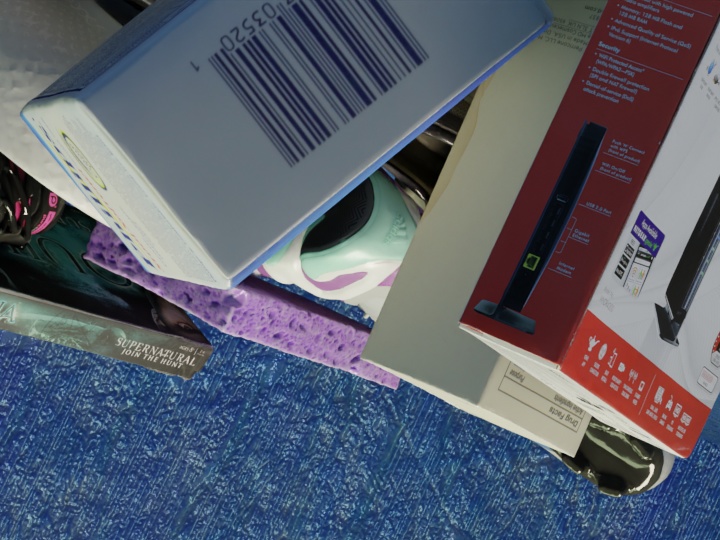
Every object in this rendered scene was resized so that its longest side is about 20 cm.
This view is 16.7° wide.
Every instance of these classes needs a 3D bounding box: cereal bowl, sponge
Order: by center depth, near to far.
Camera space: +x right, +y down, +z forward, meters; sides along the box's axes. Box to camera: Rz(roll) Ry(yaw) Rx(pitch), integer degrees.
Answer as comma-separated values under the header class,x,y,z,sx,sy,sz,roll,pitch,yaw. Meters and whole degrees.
class,x,y,z,sx,sy,sz,roll,pitch,yaw
cereal bowl,-0.147,-0.105,1.324,0.200,0.083,0.200,37,-169,-9
sponge,-0.062,0.021,1.417,0.111,0.030,0.200,25,-178,32

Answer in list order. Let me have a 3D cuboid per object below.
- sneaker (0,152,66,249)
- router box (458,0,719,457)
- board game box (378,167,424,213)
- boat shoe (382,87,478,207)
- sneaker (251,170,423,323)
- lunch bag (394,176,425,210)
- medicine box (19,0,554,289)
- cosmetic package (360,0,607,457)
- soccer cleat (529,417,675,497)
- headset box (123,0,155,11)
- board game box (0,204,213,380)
class,x,y,z,sx,sy,sz,roll,pitch,yaw
sneaker,-0.196,-0.049,1.316,0.084,0.077,0.200,32,-158,-13
router box,0.130,-0.027,1.038,0.049,0.180,0.200,23,176,26
board game box,-0.054,-0.074,1.443,0.120,0.032,0.200,40,168,-28
boat shoe,0.062,-0.046,1.251,0.072,0.065,0.200,-16,137,43
sneaker,0.000,0.000,1.341,0.140,0.078,0.200,36,172,-29
lunch bag,0.112,-0.040,1.420,0.164,0.118,0.200,30,174,21
medicine box,-0.039,-0.090,1.076,0.103,0.182,0.200,52,170,-10
cosmetic package,0.089,-0.027,1.120,0.073,0.200,0.103,22,175,35
soccer cleat,0.103,0.061,1.467,0.200,0.070,0.086,38,-155,4
headset box,-0.084,-0.166,1.260,0.149,0.077,0.200,23,175,45
board game box,-0.189,-0.005,1.395,0.200,0.028,0.135,18,-157,-46
